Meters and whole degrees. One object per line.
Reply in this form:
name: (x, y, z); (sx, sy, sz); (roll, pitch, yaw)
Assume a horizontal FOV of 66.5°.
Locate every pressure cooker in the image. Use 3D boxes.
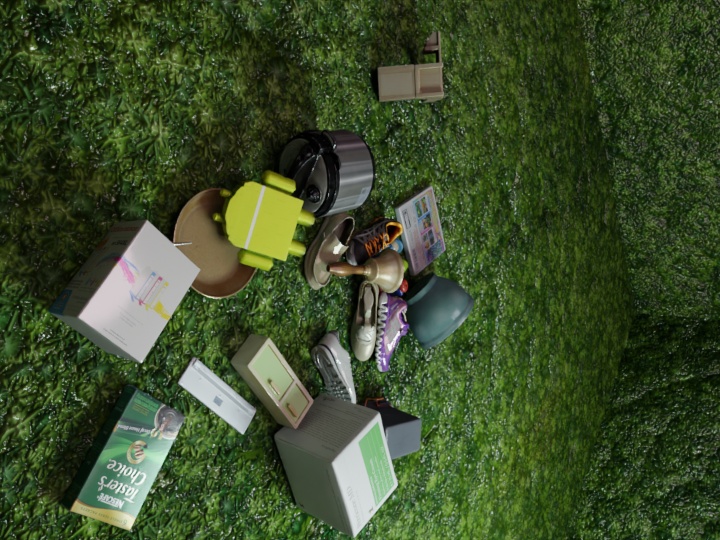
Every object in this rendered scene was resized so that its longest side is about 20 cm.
pressure cooker: (-0.081, -0.207, 1.167); (0.197, 0.174, 0.183); (-20, 110, -47)

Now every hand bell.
hand bell: (0.000, 0.000, 1.287); (0.195, 0.102, 0.109); (1, 91, -41)

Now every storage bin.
storage bin: (0.062, 0.404, 1.396); (0.196, 0.131, 0.152); (5, 88, -50)

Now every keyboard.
keyboard: (-0.279, 0.251, 1.086); (0.057, 0.010, 0.201); (-56, 130, -25)

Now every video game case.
video game case: (0.176, -0.117, 1.588); (0.181, 0.023, 0.207); (-35, 117, -43)

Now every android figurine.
android figurine: (-0.186, -0.097, 1.063); (0.194, 0.041, 0.189); (15, 94, -30)

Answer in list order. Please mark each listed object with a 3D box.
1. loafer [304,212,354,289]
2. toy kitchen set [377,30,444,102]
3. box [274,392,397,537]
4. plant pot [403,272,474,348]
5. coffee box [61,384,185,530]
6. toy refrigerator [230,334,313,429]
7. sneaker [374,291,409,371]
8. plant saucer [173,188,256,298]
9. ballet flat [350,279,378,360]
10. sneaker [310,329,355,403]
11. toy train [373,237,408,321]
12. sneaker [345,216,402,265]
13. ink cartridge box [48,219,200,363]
loafer: (-0.070, -0.053, 1.269); (0.075, 0.067, 0.206); (36, 65, -43)
toy kitchen set: (0.131, -0.544, 1.480); (0.200, 0.173, 0.170); (-83, 169, -78)
box: (-0.053, 0.420, 1.213); (0.170, 0.196, 0.206); (-32, 116, -40)
plant pot: (0.199, 0.095, 1.521); (0.135, 0.199, 0.201); (47, 54, -6)
coffee box: (-0.392, 0.316, 0.927); (0.123, 0.043, 0.205); (46, 58, -40)
toy refrigerator: (-0.180, 0.235, 1.153); (0.077, 0.068, 0.204); (-51, 128, -34)
sneaker: (0.082, 0.161, 1.420); (0.081, 0.085, 0.209); (-78, 173, -85)
plant saucer: (-0.277, -0.052, 1.051); (0.197, 0.035, 0.209); (-3, 93, -50)
ballet flat: (0.013, 0.121, 1.372); (0.068, 0.068, 0.209); (13, 77, -48)
sneaker: (-0.047, 0.243, 1.312); (0.081, 0.074, 0.206); (-47, 127, -48)
toy train: (0.098, 0.019, 1.469); (0.204, 0.082, 0.117); (64, 35, -29)
sneaker: (0.034, -0.075, 1.384); (0.200, 0.075, 0.080); (-46, 126, -36)
ink cartridge box: (-0.367, 0.019, 0.881); (0.126, 0.125, 0.204); (48, 57, -38)
